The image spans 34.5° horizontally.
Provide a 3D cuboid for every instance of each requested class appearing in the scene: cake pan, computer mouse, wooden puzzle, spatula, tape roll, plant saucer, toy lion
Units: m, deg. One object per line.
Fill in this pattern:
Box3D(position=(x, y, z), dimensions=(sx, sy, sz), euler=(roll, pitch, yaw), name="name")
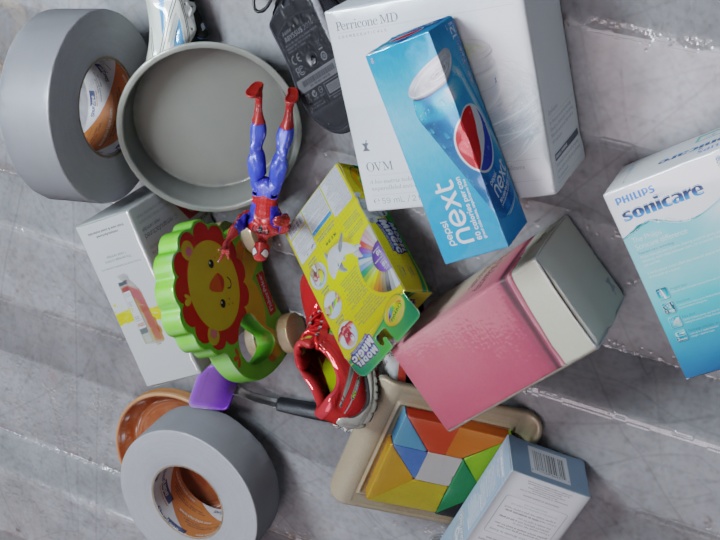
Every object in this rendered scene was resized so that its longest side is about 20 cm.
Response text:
Box3D(position=(-0.161, -0.158, 1.246), dimensions=(0.196, 0.037, 0.203), euler=(-2, 125, -3), name="cake pan")
Box3D(position=(-0.038, -0.241, 1.184), dimensions=(0.137, 0.052, 0.203), euler=(-15, 99, 44), name="computer mouse")
Box3D(position=(0.083, 0.215, 1.302), dimensions=(0.197, 0.037, 0.187), euler=(16, 122, -11), name="wooden puzzle")
Box3D(position=(-0.116, 0.157, 1.416), dimensions=(0.196, 0.057, 0.021), euler=(11, 158, 14), name="spatula")
Box3D(position=(-0.201, 0.273, 1.453), dimensions=(0.197, 0.066, 0.204), euler=(11, 117, 22), name="tape roll")
Box3D(position=(-0.229, 0.243, 1.511), dimensions=(0.197, 0.032, 0.204), euler=(11, 117, 22), name="plant saucer")
Box3D(position=(-0.297, -0.176, 1.244), dimensions=(0.065, 0.200, 0.204), euler=(6, 115, 22), name="tape roll")
Box3D(position=(-0.151, 0.035, 1.282), dimensions=(0.068, 0.192, 0.203), euler=(-10, 109, 29), name="toy lion")

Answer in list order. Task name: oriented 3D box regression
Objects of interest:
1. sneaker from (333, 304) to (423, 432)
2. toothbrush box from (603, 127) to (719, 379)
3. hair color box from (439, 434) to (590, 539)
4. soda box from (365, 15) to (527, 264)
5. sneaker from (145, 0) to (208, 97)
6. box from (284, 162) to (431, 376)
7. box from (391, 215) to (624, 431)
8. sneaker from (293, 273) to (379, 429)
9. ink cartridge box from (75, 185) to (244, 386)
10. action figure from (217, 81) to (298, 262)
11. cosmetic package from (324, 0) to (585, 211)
Box3D(position=(0.012, 0.104, 1.307), dimensions=(0.106, 0.067, 0.205), euler=(11, 120, 17), name="sneaker")
Box3D(position=(0.337, -0.021, 1.080), dimensions=(0.145, 0.085, 0.202), euler=(-22, 102, 33), name="toothbrush box")
Box3D(position=(0.166, 0.286, 1.300), dimensions=(0.097, 0.061, 0.202), euler=(20, 122, -11), name="hair color box")
Box3D(position=(0.079, -0.115, 1.033), dimensions=(0.067, 0.064, 0.203), euler=(-14, 107, 30), name="soda box")
Box3D(position=(-0.200, -0.287, 1.243), dimensions=(0.071, 0.072, 0.204), euler=(-2, 109, -7), name="sneaker")
Box3D(position=(0.000, 0.000, 1.222), dimensions=(0.118, 0.048, 0.202), euler=(-49, 53, 35), name="box")
Box3D(position=(0.150, 0.054, 1.181), dimensions=(0.199, 0.128, 0.110), euler=(-35, 94, 33), name="box")
Box3D(position=(-0.037, 0.076, 1.263), dimensions=(0.077, 0.084, 0.202), euler=(-45, 48, 35), name="sneaker")
Box3D(position=(-0.218, 0.008, 1.331), dimensions=(0.082, 0.145, 0.203), euler=(-14, 106, 28), name="ink cartridge box")
Box3D(position=(-0.105, -0.083, 1.218), dimensions=(0.064, 0.100, 0.203), euler=(10, 125, 5), name="action figure")
Box3D(position=(0.093, -0.177, 1.109), dimensions=(0.196, 0.123, 0.204), euler=(-4, 109, 27), name="cosmetic package")
